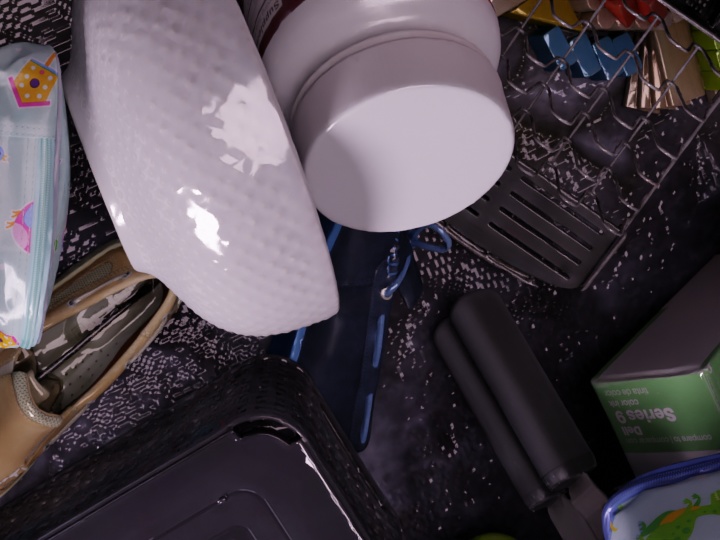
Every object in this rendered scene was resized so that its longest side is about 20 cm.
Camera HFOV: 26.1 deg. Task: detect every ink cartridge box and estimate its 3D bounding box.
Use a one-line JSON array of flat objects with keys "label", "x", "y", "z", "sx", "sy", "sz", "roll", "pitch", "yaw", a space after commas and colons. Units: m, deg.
[{"label": "ink cartridge box", "x": 0.231, "y": 0.105, "z": 0.854, "sx": 0.145, "sy": 0.087, "sz": 0.202, "roll": -38, "pitch": 106, "yaw": -38}]

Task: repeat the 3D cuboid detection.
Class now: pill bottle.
[{"label": "pill bottle", "x": 0.001, "y": -0.126, "z": 0.722, "sx": 0.113, "sy": 0.115, "sz": 0.202, "roll": -4, "pitch": 54, "yaw": -15}]

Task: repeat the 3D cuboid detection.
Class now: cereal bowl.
[{"label": "cereal bowl", "x": -0.083, "y": -0.059, "z": 0.712, "sx": 0.082, "sy": 0.200, "sz": 0.202, "roll": -21, "pitch": 102, "yaw": -5}]

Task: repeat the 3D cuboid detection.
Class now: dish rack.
[{"label": "dish rack", "x": 0.107, "y": -0.088, "z": 0.799, "sx": 0.153, "sy": 0.055, "sz": 0.201, "roll": 34, "pitch": 111, "yaw": -1}]

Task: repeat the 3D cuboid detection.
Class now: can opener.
[{"label": "can opener", "x": 0.108, "y": 0.100, "z": 0.823, "sx": 0.066, "sy": 0.053, "sz": 0.201, "roll": -23, "pitch": 70, "yaw": -32}]

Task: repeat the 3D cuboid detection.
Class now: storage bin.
[{"label": "storage bin", "x": -0.087, "y": 0.152, "z": 0.765, "sx": 0.199, "sy": 0.094, "sz": 0.136, "roll": -31, "pitch": 104, "yaw": 6}]

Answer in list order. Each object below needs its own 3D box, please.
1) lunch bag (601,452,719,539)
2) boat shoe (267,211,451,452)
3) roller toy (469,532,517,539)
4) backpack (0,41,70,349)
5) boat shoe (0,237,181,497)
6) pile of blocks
[{"label": "lunch bag", "x": 0.207, "y": 0.174, "z": 0.732, "sx": 0.159, "sy": 0.083, "sz": 0.202, "roll": -16, "pitch": 121, "yaw": 10}, {"label": "boat shoe", "x": 0.000, "y": 0.000, "z": 0.817, "sx": 0.068, "sy": 0.084, "sz": 0.202, "roll": 12, "pitch": 109, "yaw": -17}, {"label": "roller toy", "x": 0.056, "y": 0.256, "z": 0.792, "sx": 0.184, "sy": 0.139, "sz": 0.200, "roll": 58, "pitch": 36, "yaw": -4}, {"label": "backpack", "x": -0.209, "y": -0.023, "z": 0.694, "sx": 0.151, "sy": 0.176, "sz": 0.203, "roll": 13, "pitch": 88, "yaw": -17}, {"label": "boat shoe", "x": -0.168, "y": 0.060, "z": 0.767, "sx": 0.200, "sy": 0.076, "sz": 0.072, "roll": -47, "pitch": 108, "yaw": -5}, {"label": "pile of blocks", "x": 0.156, "y": -0.130, "z": 0.845, "sx": 0.197, "sy": 0.062, "sz": 0.083, "roll": 6, "pitch": 95, "yaw": -16}]
